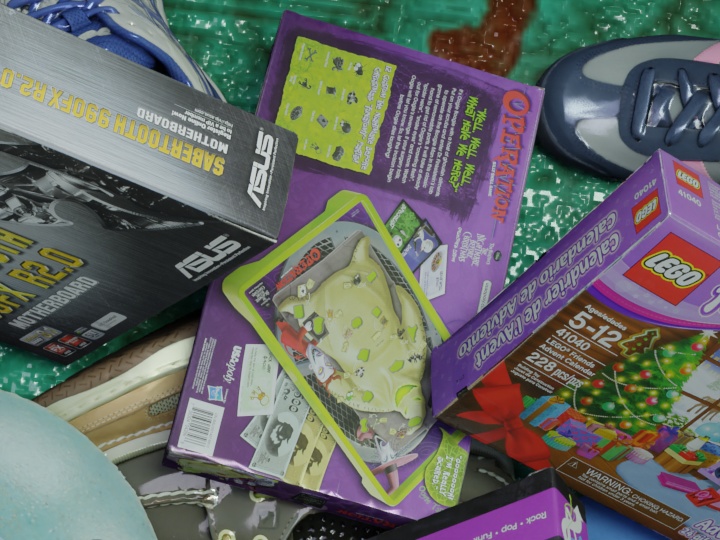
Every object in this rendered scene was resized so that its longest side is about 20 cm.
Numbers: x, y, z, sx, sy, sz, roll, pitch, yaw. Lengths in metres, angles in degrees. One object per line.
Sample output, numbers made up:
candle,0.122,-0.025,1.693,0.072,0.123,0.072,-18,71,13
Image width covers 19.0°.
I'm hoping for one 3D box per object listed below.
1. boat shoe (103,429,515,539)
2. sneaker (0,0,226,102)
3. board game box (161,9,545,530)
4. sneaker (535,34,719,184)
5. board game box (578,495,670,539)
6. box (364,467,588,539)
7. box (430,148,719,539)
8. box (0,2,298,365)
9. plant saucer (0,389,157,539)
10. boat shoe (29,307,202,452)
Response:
boat shoe,-0.030,0.107,0.892,0.201,0.072,0.060,-3,39,-7
sneaker,-0.112,-0.102,0.924,0.075,0.088,0.200,-41,83,-1
board game box,0.000,0.000,0.882,0.119,0.032,0.201,15,68,-3
sneaker,0.173,-0.069,0.915,0.199,0.082,0.071,5,85,2
board game box,0.114,0.174,0.880,0.200,0.039,0.158,-27,74,-41
box,0.023,0.182,0.778,0.142,0.036,0.201,-23,43,23
box,0.146,0.048,0.843,0.199,0.039,0.137,28,128,-25
box,-0.140,-0.031,0.835,0.158,0.200,0.049,22,64,-25
plant saucer,-0.176,0.144,0.857,0.200,0.039,0.202,-1,85,8
boat shoe,-0.054,0.052,0.918,0.199,0.072,0.076,-25,95,-2
